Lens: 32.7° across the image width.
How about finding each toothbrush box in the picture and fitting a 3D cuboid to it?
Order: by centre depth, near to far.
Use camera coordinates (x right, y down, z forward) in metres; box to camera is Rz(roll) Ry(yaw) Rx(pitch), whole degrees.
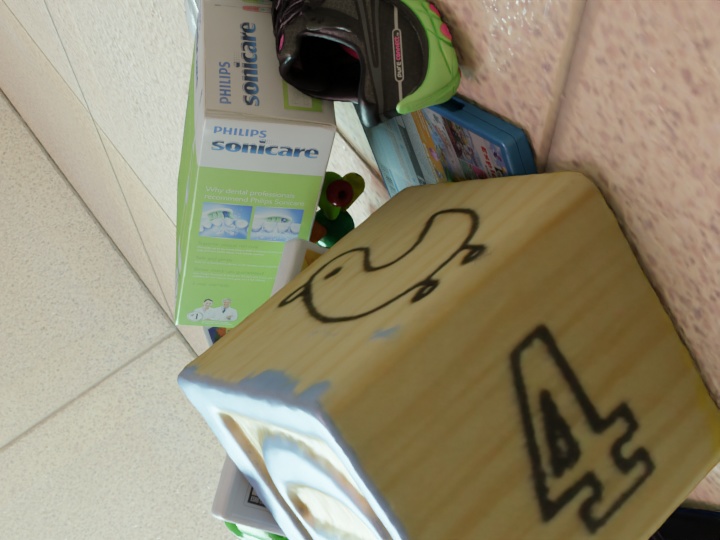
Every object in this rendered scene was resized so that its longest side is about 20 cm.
[{"bbox_3d":[-0.078,-0.077,0.842,0.200,0.086,0.146,104,164,-46],"label":"toothbrush box"}]

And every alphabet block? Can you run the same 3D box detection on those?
[{"bbox_3d":[0.052,0.080,0.705,0.195,0.200,0.197,3,129,59],"label":"alphabet block"}]

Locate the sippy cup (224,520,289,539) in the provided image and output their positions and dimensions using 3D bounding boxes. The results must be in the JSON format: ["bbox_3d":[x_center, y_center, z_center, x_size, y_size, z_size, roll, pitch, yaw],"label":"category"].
[{"bbox_3d":[-0.021,0.126,0.876,0.178,0.139,0.131,-145,65,-84],"label":"sippy cup"}]

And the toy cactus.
[{"bbox_3d":[0.000,0.000,0.945,0.200,0.102,0.165,56,168,-29],"label":"toy cactus"}]

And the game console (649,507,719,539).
[{"bbox_3d":[0.220,0.263,0.821,0.200,0.171,0.118,57,-167,-4],"label":"game console"}]

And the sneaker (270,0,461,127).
[{"bbox_3d":[-0.025,-0.154,0.733,0.200,0.084,0.077,44,162,39],"label":"sneaker"}]

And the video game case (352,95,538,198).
[{"bbox_3d":[0.059,-0.062,0.802,0.200,0.018,0.143,39,158,50],"label":"video game case"}]

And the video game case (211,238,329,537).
[{"bbox_3d":[0.014,0.097,0.813,0.200,0.182,0.023,22,166,-28],"label":"video game case"}]

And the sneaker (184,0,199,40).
[{"bbox_3d":[-0.090,-0.217,0.877,0.082,0.075,0.200,34,166,21],"label":"sneaker"}]

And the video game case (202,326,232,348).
[{"bbox_3d":[-0.047,0.098,1.158,0.022,0.200,0.183,-5,-109,-56],"label":"video game case"}]
